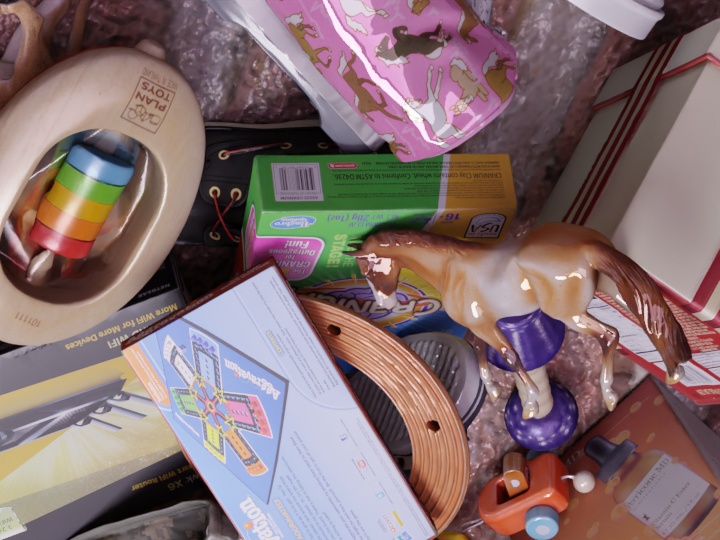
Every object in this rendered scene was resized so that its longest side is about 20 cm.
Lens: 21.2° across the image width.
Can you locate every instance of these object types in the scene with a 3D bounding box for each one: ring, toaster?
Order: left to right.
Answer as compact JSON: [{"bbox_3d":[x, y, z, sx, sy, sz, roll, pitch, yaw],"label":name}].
[{"bbox_3d":[-0.026,0.095,1.175,0.200,0.019,0.201,13,126,18],"label":"ring"},{"bbox_3d":[-0.018,-0.174,1.122,0.129,0.114,0.200,-42,111,5],"label":"toaster"}]

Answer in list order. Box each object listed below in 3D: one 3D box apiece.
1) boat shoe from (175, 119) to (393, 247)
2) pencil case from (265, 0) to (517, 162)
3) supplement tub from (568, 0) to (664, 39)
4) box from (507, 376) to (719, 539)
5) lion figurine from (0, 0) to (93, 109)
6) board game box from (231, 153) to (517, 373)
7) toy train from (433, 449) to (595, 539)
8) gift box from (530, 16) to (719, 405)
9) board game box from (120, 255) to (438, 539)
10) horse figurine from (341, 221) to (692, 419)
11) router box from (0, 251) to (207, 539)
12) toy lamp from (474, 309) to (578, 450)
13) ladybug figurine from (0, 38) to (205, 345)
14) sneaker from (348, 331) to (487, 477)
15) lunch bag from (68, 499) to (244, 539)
[{"bbox_3d":[-0.072,-0.050,1.194,0.201,0.063,0.074,-8,120,-5],"label":"boat shoe"},{"bbox_3d":[-0.001,-0.155,1.030,0.083,0.087,0.200,-22,116,42],"label":"pencil case"},{"bbox_3d":[0.168,-0.249,1.102,0.144,0.145,0.200,28,107,-20],"label":"supplement tub"},{"bbox_3d":[0.200,0.194,1.276,0.152,0.200,0.106,-45,115,11],"label":"box"},{"bbox_3d":[-0.237,-0.106,1.134,0.199,0.073,0.123,-10,123,-11],"label":"lion figurine"},{"bbox_3d":[0.000,0.000,1.181,0.152,0.040,0.200,-1,149,-11],"label":"board game box"},{"bbox_3d":[0.076,0.197,1.261,0.150,0.200,0.056,-25,123,28],"label":"toy train"},{"bbox_3d":[0.228,-0.032,1.169,0.200,0.184,0.187,33,76,-16],"label":"gift box"},{"bbox_3d":[-0.046,0.100,1.131,0.103,0.019,0.200,-29,109,2],"label":"board game box"},{"bbox_3d":[0.098,0.020,1.070,0.050,0.200,0.133,-45,115,-39],"label":"horse figurine"},{"bbox_3d":[-0.185,0.091,1.229,0.199,0.052,0.158,-21,125,-1],"label":"router box"},{"bbox_3d":[0.107,0.058,1.218,0.058,0.058,0.200,-25,154,1],"label":"toy lamp"},{"bbox_3d":[-0.169,-0.051,1.128,0.136,0.072,0.200,26,106,-33],"label":"ladybug figurine"},{"bbox_3d":[0.033,0.097,1.238,0.079,0.079,0.200,17,152,-30],"label":"sneaker"},{"bbox_3d":[-0.104,0.232,1.238,0.200,0.118,0.164,-31,132,31],"label":"lunch bag"}]
